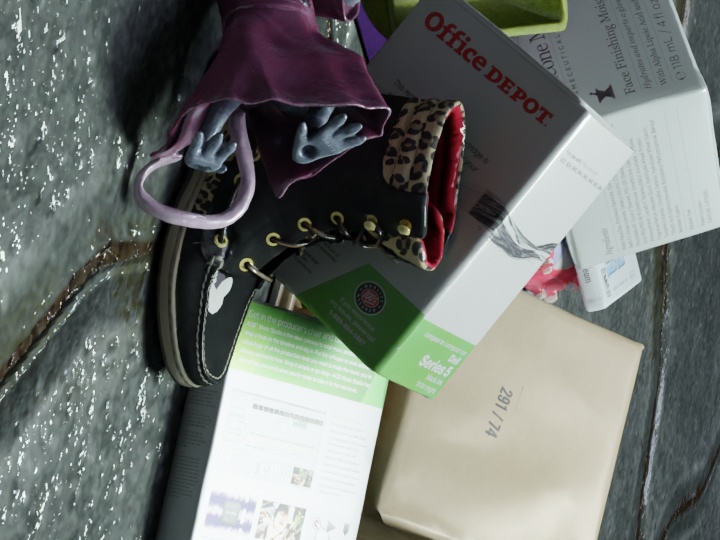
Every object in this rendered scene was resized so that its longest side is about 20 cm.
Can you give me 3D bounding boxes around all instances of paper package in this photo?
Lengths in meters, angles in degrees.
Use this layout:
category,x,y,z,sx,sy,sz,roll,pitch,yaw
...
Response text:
category,x,y,z,sx,sy,sz,roll,pitch,yaw
paper package,0.086,0.115,1.634,0.103,0.190,0.201,-18,-128,60

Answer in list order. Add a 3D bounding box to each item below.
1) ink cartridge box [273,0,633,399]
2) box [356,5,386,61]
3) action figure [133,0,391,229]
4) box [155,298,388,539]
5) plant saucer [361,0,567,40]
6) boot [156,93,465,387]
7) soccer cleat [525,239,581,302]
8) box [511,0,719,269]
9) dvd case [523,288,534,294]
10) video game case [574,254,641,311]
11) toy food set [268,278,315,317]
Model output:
category,x,y,z,sx,sy,sz,roll,pitch,yaw
ink cartridge box,0.044,-0.048,1.377,0.200,0.145,0.084,-50,149,6
box,0.040,-0.204,1.583,0.200,0.039,0.137,72,35,-53
action figure,-0.047,-0.132,1.279,0.149,0.134,0.200,-51,-146,39
box,-0.054,0.125,1.403,0.144,0.036,0.201,19,82,-46
plant saucer,0.051,-0.247,1.474,0.199,0.048,0.201,-13,97,-51
boot,-0.028,-0.022,1.308,0.073,0.150,0.201,39,63,-68
soccer cleat,0.141,-0.023,1.947,0.200,0.067,0.077,23,47,-65
box,0.191,-0.145,1.786,0.200,0.130,0.199,67,7,-57
dvd case,0.122,0.098,1.995,0.200,0.017,0.143,-42,137,-61
video game case,0.207,-0.065,2.034,0.200,0.024,0.183,-22,99,-73
toy food set,0.000,0.000,1.537,0.144,0.060,0.201,51,52,-65
